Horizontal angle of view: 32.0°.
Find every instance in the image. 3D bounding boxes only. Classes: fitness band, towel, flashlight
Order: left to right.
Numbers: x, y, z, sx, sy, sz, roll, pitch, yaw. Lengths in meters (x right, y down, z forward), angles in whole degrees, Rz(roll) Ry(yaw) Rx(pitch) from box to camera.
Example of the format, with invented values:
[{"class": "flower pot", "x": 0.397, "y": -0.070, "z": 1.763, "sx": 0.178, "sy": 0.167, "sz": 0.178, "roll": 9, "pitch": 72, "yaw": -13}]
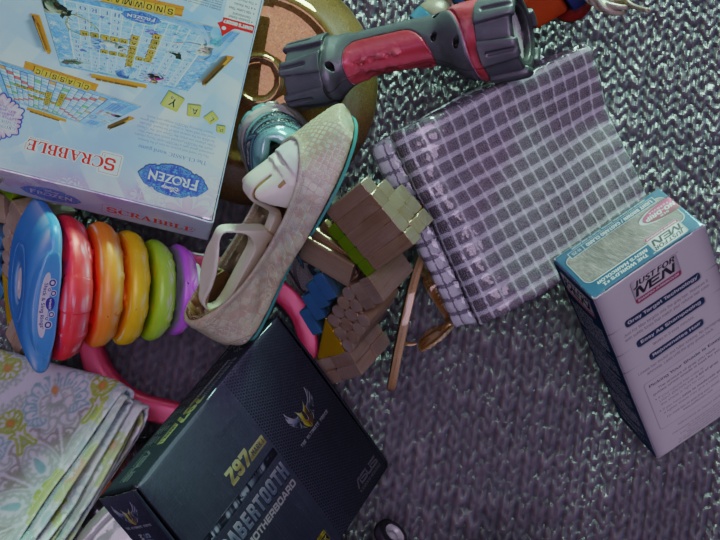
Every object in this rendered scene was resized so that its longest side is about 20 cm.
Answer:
[{"class": "towel", "x": -0.277, "y": 0.145, "z": 0.955, "sx": 0.198, "sy": 0.048, "sz": 0.172, "roll": 11, "pitch": 53, "yaw": 28}, {"class": "fitness band", "x": -0.132, "y": 0.059, "z": 1.035, "sx": 0.198, "sy": 0.037, "sz": 0.145, "roll": 12, "pitch": 91, "yaw": 0}, {"class": "flashlight", "x": 0.033, "y": -0.161, "z": 0.952, "sx": 0.198, "sy": 0.068, "sz": 0.069, "roll": -9, "pitch": 91, "yaw": 25}, {"class": "towel", "x": 0.127, "y": -0.071, "z": 0.980, "sx": 0.199, "sy": 0.085, "sz": 0.167, "roll": -30, "pitch": 94, "yaw": -25}]

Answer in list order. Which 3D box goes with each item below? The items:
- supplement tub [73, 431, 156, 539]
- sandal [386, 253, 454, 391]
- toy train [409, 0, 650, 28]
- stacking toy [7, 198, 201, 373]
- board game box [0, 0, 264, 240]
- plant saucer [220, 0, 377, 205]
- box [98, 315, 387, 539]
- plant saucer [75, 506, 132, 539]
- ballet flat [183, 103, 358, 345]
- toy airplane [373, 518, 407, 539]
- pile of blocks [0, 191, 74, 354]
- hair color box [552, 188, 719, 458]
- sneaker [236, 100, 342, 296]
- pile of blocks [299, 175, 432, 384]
[{"class": "supplement tub", "x": -0.219, "y": 0.195, "z": 0.992, "sx": 0.199, "sy": 0.107, "sz": 0.108, "roll": -27, "pitch": 89, "yaw": -2}, {"class": "sandal", "x": 0.074, "y": -0.002, "z": 1.018, "sx": 0.069, "sy": 0.078, "sz": 0.214, "roll": 11, "pitch": 82, "yaw": 0}, {"class": "toy train", "x": 0.123, "y": -0.197, "z": 0.975, "sx": 0.116, "sy": 0.200, "sz": 0.085, "roll": -47, "pitch": 131, "yaw": 5}, {"class": "stacking toy", "x": -0.163, "y": 0.015, "z": 0.965, "sx": 0.198, "sy": 0.110, "sz": 0.117, "roll": 3, "pitch": 106, "yaw": -25}, {"class": "board game box", "x": -0.189, "y": -0.142, "z": 0.957, "sx": 0.198, "sy": 0.041, "sz": 0.201, "roll": 14, "pitch": 68, "yaw": -8}, {"class": "plant saucer", "x": -0.084, "y": -0.155, "z": 1.040, "sx": 0.198, "sy": 0.035, "sz": 0.202, "roll": 0, "pitch": 88, "yaw": 0}, {"class": "box", "x": -0.079, "y": 0.156, "z": 0.937, "sx": 0.158, "sy": 0.051, "sz": 0.200, "roll": 54, "pitch": 44, "yaw": -15}, {"class": "plant saucer", "x": -0.134, "y": 0.245, "z": 0.960, "sx": 0.199, "sy": 0.050, "sz": 0.202, "roll": -18, "pitch": 122, "yaw": -31}, {"class": "ballet flat", "x": -0.068, "y": -0.034, "z": 0.912, "sx": 0.062, "sy": 0.067, "sz": 0.201, "roll": 19, "pitch": 104, "yaw": -32}, {"class": "toy airplane", "x": 0.057, "y": 0.303, "z": 0.972, "sx": 0.197, "sy": 0.141, "sz": 0.202, "roll": -3, "pitch": 111, "yaw": 15}, {"class": "pile of blocks", "x": -0.264, "y": -0.037, "z": 1.022, "sx": 0.062, "sy": 0.082, "sz": 0.202, "roll": -14, "pitch": 112, "yaw": -44}, {"class": "hair color box", "x": 0.230, "y": 0.045, "z": 0.969, "sx": 0.100, "sy": 0.061, "sz": 0.201, "roll": -33, "pitch": 131, "yaw": -4}, {"class": "sneaker", "x": -0.040, "y": -0.033, "z": 0.995, "sx": 0.077, "sy": 0.086, "sz": 0.201, "roll": -29, "pitch": 108, "yaw": 1}, {"class": "pile of blocks", "x": 0.000, "y": 0.000, "z": 0.962, "sx": 0.082, "sy": 0.201, "sz": 0.062, "roll": 32, "pitch": 43, "yaw": 14}]
